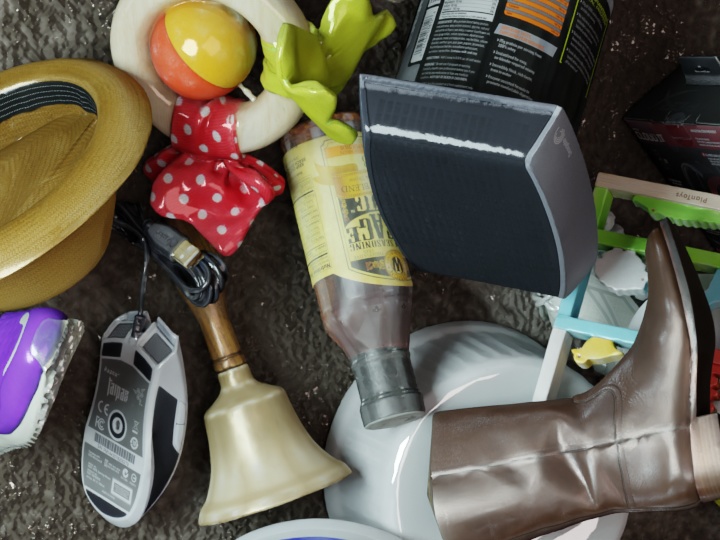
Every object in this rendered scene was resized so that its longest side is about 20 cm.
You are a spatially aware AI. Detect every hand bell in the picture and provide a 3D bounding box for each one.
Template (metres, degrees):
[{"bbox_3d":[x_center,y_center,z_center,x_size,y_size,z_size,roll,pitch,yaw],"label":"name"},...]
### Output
[{"bbox_3d":[-0.086,0.052,1.341,0.104,0.104,0.201,-18,89,-17],"label":"hand bell"}]

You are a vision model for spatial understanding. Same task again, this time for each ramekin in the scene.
[{"bbox_3d":[0.083,0.139,1.392,0.200,0.098,0.202,-2,97,-20],"label":"ramekin"}]

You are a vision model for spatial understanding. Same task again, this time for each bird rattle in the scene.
[{"bbox_3d":[-0.079,-0.118,1.272,0.163,0.200,0.113,47,44,-11],"label":"bird rattle"}]

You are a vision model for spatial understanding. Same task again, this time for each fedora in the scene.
[{"bbox_3d":[-0.203,-0.039,1.244,0.200,0.201,0.082,-36,133,-12],"label":"fedora"}]

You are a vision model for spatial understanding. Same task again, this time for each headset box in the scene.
[{"bbox_3d":[0.277,-0.063,1.411,0.075,0.149,0.200,-42,107,-12],"label":"headset box"}]

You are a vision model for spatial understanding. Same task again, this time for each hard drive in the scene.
[{"bbox_3d":[0.070,-0.045,1.248,0.134,0.200,0.042,11,68,17],"label":"hard drive"}]

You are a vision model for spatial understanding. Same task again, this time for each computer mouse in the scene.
[{"bbox_3d":[-0.134,0.063,1.319,0.044,0.109,0.201,-4,111,-44],"label":"computer mouse"}]

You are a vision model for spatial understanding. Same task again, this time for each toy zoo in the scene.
[{"bbox_3d":[0.186,0.045,1.319,0.131,0.020,0.201,12,77,22],"label":"toy zoo"}]

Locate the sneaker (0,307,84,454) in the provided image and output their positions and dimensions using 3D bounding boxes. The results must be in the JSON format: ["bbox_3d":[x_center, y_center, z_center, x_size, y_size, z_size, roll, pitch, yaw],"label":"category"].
[{"bbox_3d":[-0.232,0.057,1.221,0.099,0.200,0.070,27,65,-15],"label":"sneaker"}]

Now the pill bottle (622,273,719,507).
[{"bbox_3d":[0.262,0.095,1.409,0.114,0.114,0.200,-50,132,-8],"label":"pill bottle"}]

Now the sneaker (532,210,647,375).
[{"bbox_3d":[0.143,-0.007,1.414,0.081,0.075,0.200,-43,108,-1],"label":"sneaker"}]

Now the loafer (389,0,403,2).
[{"bbox_3d":[0.012,-0.217,1.275,0.075,0.200,0.069,22,111,-2],"label":"loafer"}]

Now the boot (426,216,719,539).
[{"bbox_3d":[0.122,0.075,1.291,0.199,0.064,0.187,-15,66,20],"label":"boot"}]

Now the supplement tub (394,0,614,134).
[{"bbox_3d":[0.091,-0.141,1.332,0.122,0.122,0.201,26,68,-20],"label":"supplement tub"}]

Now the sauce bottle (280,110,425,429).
[{"bbox_3d":[0.000,0.000,1.328,0.066,0.066,0.201,-11,77,-18],"label":"sauce bottle"}]

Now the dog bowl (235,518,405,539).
[{"bbox_3d":[-0.024,0.261,1.328,0.199,0.079,0.201,3,118,5],"label":"dog bowl"}]
